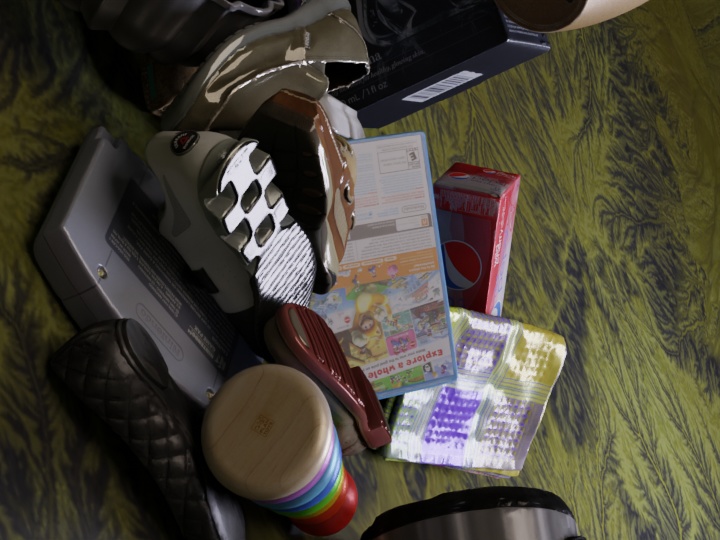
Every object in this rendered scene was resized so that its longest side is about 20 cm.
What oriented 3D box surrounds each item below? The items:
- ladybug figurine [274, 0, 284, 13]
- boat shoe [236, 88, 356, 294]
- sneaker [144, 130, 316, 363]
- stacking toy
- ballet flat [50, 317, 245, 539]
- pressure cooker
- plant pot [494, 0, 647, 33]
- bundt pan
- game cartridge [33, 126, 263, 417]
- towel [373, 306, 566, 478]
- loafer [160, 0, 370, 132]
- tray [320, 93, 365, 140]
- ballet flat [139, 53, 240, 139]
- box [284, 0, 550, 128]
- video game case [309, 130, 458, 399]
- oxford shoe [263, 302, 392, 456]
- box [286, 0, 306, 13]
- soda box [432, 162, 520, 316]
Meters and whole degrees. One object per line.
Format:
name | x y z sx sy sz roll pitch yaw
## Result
ladybug figurine | -0.116 -0.288 1.170 0.136 0.071 0.202 38 40 -47
boat shoe | -0.039 -0.063 0.986 0.074 0.075 0.201 -60 166 -27
sneaker | -0.089 -0.021 0.954 0.074 0.088 0.201 -52 145 -32
stacking toy | -0.041 0.133 0.957 0.200 0.084 0.086 62 17 -65
ballet flat | -0.126 0.115 0.898 0.067 0.056 0.202 -87 153 -64
pressure cooker | 0.091 0.278 1.039 0.174 0.179 0.202 7 61 -26
plant pot | 0.190 -0.288 1.211 0.188 0.185 0.200 60 41 -16
bundt pan | -0.155 -0.215 0.982 0.201 0.076 0.203 33 23 -16
game cartridge | -0.137 0.016 0.951 0.201 0.041 0.134 53 34 -29
towel | 0.100 0.108 1.223 0.199 0.023 0.145 18 98 -47
loafer | -0.056 -0.132 0.974 0.070 0.075 0.200 51 49 1
tray | -0.046 -0.140 1.123 0.107 0.022 0.200 31 6 4
ballet flat | -0.096 -0.107 1.091 0.199 0.070 0.066 28 55 -41
box | 0.041 -0.259 1.302 0.124 0.198 0.199 -8 77 -63
video game case | 0.000 0.000 1.101 0.142 0.018 0.203 -10 94 -27
oxford shoe | -0.036 0.090 0.993 0.200 0.074 0.071 58 8 -56
box | -0.041 -0.262 1.193 0.143 0.036 0.203 -17 100 -83
soda box | 0.092 0.012 1.247 0.070 0.063 0.203 -43 142 -61
